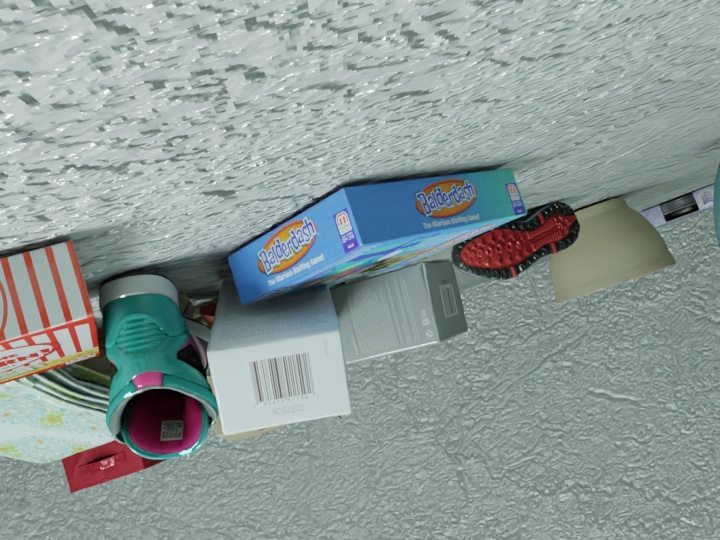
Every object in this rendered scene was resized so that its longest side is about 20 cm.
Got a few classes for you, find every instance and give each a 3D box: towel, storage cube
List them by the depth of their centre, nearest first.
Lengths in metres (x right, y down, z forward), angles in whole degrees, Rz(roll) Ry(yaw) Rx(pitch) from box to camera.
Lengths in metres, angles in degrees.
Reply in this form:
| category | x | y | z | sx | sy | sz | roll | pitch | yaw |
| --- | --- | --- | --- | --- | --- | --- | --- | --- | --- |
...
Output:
| category | x | y | z | sx | sy | sz | roll | pitch | yaw |
| --- | --- | --- | --- | --- | --- | --- | --- | --- | --- |
| towel | -0.323 | 0.138 | 0.736 | 0.199 | 0.048 | 0.171 | -22 | 143 | 27 |
| storage cube | -0.462 | 0.299 | 1.462 | 0.170 | 0.180 | 0.200 | -20 | 175 | 14 |

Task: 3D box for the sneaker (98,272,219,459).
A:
| category | x | y | z | sx | sy | sz | roll | pitch | yaw |
| --- | --- | --- | --- | --- | --- | --- | --- | --- | --- |
| sneaker | -0.153 | 0.093 | 0.616 | 0.083 | 0.121 | 0.200 | -12 | 157 | -1 |

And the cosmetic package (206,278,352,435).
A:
| category | x | y | z | sx | sy | sz | roll | pitch | yaw |
| --- | --- | --- | --- | --- | --- | --- | --- | --- | --- |
| cosmetic package | -0.070 | 0.058 | 0.651 | 0.101 | 0.072 | 0.200 | -9 | -164 | -4 |

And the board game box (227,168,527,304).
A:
| category | x | y | z | sx | sy | sz | roll | pitch | yaw |
| --- | --- | --- | --- | --- | --- | --- | --- | --- | --- |
| board game box | 0.016 | -0.030 | 0.618 | 0.200 | 0.045 | 0.152 | -12 | 171 | -45 |

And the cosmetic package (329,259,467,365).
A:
| category | x | y | z | sx | sy | sz | roll | pitch | yaw |
| --- | --- | --- | --- | --- | --- | --- | --- | --- | --- |
| cosmetic package | 0.000 | 0.053 | 0.801 | 0.199 | 0.091 | 0.107 | -13 | 178 | 22 |

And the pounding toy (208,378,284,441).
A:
| category | x | y | z | sx | sy | sz | roll | pitch | yaw |
| --- | --- | --- | --- | --- | --- | --- | --- | --- | --- |
| pounding toy | -0.163 | 0.148 | 1.140 | 0.199 | 0.185 | 0.142 | -19 | 162 | 3 |

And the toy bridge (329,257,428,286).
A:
| category | x | y | z | sx | sy | sz | roll | pitch | yaw |
| --- | --- | --- | --- | --- | --- | --- | --- | --- | --- |
| toy bridge | 0.000 | 0.000 | 0.917 | 0.199 | 0.027 | 0.067 | -15 | 171 | -31 |

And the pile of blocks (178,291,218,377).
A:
| category | x | y | z | sx | sy | sz | roll | pitch | yaw |
| --- | --- | --- | --- | --- | --- | --- | --- | --- | --- |
| pile of blocks | -0.148 | 0.063 | 0.775 | 0.062 | 0.082 | 0.200 | -20 | 173 | 16 |

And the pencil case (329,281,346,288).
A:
| category | x | y | z | sx | sy | sz | roll | pitch | yaw |
| --- | --- | --- | --- | --- | --- | --- | --- | --- | --- |
| pencil case | -0.091 | 0.072 | 0.994 | 0.199 | 0.085 | 0.092 | -19 | 135 | 19 |

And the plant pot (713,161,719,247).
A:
| category | x | y | z | sx | sy | sz | roll | pitch | yaw |
| --- | --- | --- | --- | --- | --- | --- | --- | --- | --- |
| plant pot | 0.533 | -0.119 | 0.955 | 0.199 | 0.135 | 0.200 | -19 | 174 | -2 |

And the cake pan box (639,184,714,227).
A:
| category | x | y | z | sx | sy | sz | roll | pitch | yaw |
| --- | --- | --- | --- | --- | --- | --- | --- | --- | --- |
| cake pan box | 0.790 | -0.154 | 1.830 | 0.184 | 0.052 | 0.200 | -26 | 171 | 38 |

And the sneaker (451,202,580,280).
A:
| category | x | y | z | sx | sy | sz | roll | pitch | yaw |
| --- | --- | --- | --- | --- | --- | --- | --- | --- | --- |
| sneaker | 0.198 | -0.029 | 1.024 | 0.199 | 0.080 | 0.095 | -15 | 175 | -27 |

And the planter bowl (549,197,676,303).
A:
| category | x | y | z | sx | sy | sz | roll | pitch | yaw |
| --- | --- | --- | --- | --- | --- | --- | --- | --- | --- |
| planter bowl | 0.401 | -0.040 | 1.269 | 0.199 | 0.135 | 0.200 | -18 | 173 | -2 |

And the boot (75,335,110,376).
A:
| category | x | y | z | sx | sy | sz | roll | pitch | yaw |
| --- | --- | --- | --- | --- | --- | --- | --- | --- | --- |
| boot | -0.271 | 0.110 | 0.860 | 0.155 | 0.073 | 0.200 | -19 | 172 | -1 |

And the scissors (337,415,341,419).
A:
| category | x | y | z | sx | sy | sz | roll | pitch | yaw |
| --- | --- | --- | --- | --- | --- | --- | --- | --- | --- |
| scissors | -0.090 | 0.128 | 1.037 | 0.073 | 0.200 | 0.014 | -32 | 157 | 13 |

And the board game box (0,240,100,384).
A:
| category | x | y | z | sx | sy | sz | roll | pitch | yaw |
| --- | --- | --- | --- | --- | --- | --- | --- | --- | --- |
| board game box | -0.245 | 0.043 | 0.472 | 0.151 | 0.046 | 0.200 | -17 | 173 | -20 |
